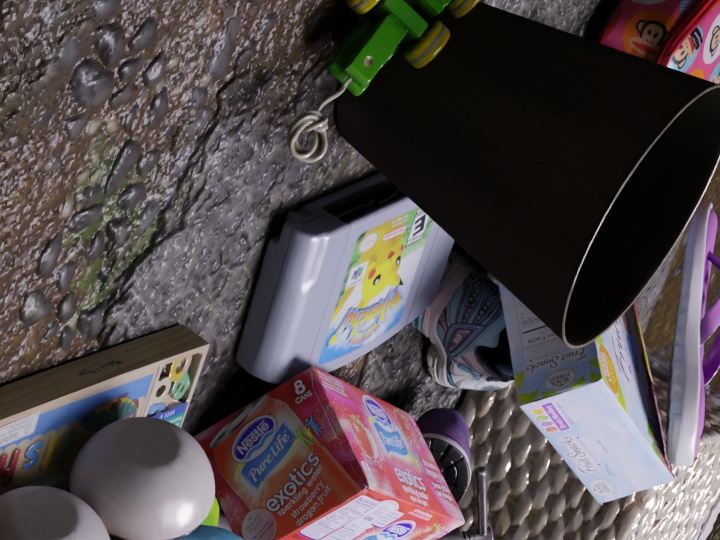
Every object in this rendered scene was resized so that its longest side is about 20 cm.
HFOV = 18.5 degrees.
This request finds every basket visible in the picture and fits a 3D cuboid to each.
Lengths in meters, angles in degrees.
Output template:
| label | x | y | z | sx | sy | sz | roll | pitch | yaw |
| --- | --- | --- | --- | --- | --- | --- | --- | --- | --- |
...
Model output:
| label | x | y | z | sx | sy | sz | roll | pitch | yaw |
| --- | --- | --- | --- | --- | --- | --- | --- | --- | --- |
| basket | 0.183 | 0.162 | 1.811 | 0.161 | 0.198 | 0.200 | -2 | 122 | -59 |
| basket | 0.095 | -0.079 | 1.349 | 0.181 | 0.200 | 0.136 | -59 | 155 | 2 |

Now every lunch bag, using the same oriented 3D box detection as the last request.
| label | x | y | z | sx | sy | sz | roll | pitch | yaw |
| --- | --- | --- | --- | --- | --- | --- | --- | --- | --- |
| lunch bag | 0.247 | -0.160 | 1.690 | 0.176 | 0.082 | 0.200 | -49 | 153 | -28 |

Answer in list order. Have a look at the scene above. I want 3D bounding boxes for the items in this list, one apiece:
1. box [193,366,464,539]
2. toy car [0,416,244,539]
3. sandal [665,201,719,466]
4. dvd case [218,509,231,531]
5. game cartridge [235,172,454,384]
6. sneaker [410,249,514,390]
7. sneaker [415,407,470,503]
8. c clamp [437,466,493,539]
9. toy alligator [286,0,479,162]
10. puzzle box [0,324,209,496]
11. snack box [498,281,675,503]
| label | x | y | z | sx | sy | sz | roll | pitch | yaw |
| --- | --- | --- | --- | --- | --- | --- | --- | --- | --- |
| box | -0.018 | 0.143 | 1.494 | 0.100 | 0.096 | 0.200 | -31 | 158 | 12 |
| toy car | -0.133 | 0.197 | 1.252 | 0.200 | 0.150 | 0.175 | -33 | 147 | -42 |
| sandal | 0.251 | 0.049 | 1.596 | 0.083 | 0.050 | 0.203 | 84 | 15 | -66 |
| dvd case | -0.090 | 0.249 | 1.514 | 0.200 | 0.025 | 0.151 | 32 | 74 | -52 |
| game cartridge | 0.000 | 0.000 | 1.469 | 0.200 | 0.040 | 0.134 | -26 | 145 | -49 |
| sneaker | 0.096 | 0.059 | 1.654 | 0.078 | 0.086 | 0.200 | -53 | 155 | -6 |
| sneaker | 0.023 | 0.190 | 1.694 | 0.200 | 0.076 | 0.088 | -51 | -172 | 22 |
| c clamp | 0.007 | 0.228 | 1.645 | 0.199 | 0.027 | 0.171 | -13 | 125 | -1 |
| toy alligator | 0.013 | -0.142 | 1.305 | 0.200 | 0.059 | 0.054 | -52 | -164 | -12 |
| puzzle box | -0.174 | 0.113 | 1.288 | 0.200 | 0.025 | 0.133 | -20 | 137 | -54 |
| snack box | 0.154 | 0.040 | 1.581 | 0.067 | 0.201 | 0.169 | -20 | 143 | 15 |
